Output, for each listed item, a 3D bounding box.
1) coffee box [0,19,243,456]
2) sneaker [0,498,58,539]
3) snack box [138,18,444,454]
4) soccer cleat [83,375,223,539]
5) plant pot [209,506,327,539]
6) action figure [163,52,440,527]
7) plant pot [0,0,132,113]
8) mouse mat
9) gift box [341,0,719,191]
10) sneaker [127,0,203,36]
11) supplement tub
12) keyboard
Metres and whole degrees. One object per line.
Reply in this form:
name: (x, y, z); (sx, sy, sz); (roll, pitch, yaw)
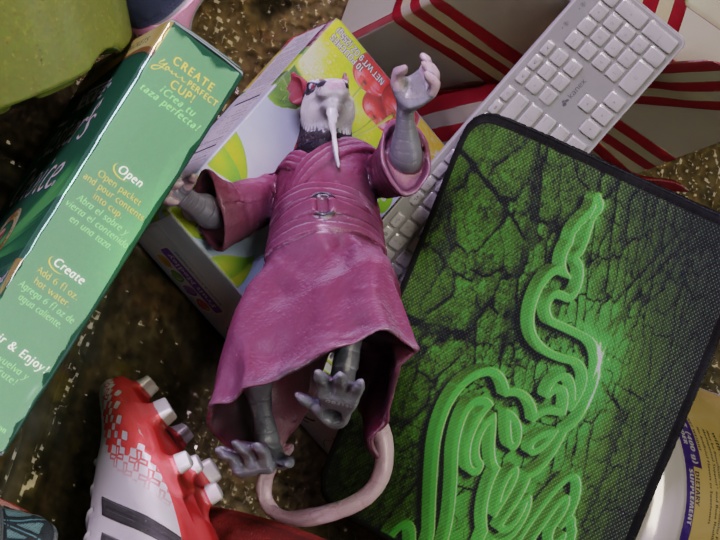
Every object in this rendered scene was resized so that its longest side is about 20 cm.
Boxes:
coffee box: (-0.135, -0.011, 1.167); (0.044, 0.123, 0.201); (35, 74, -15)
sneaker: (-0.153, 0.196, 1.160); (0.095, 0.079, 0.202); (-3, 83, -35)
snack box: (0.000, 0.000, 1.305); (0.200, 0.053, 0.142); (48, 62, -16)
soccer cleat: (-0.098, 0.124, 1.175); (0.085, 0.201, 0.069); (-30, 135, 3)
plant pot: (-0.003, 0.231, 1.190); (0.199, 0.176, 0.201); (36, 64, -23)
action figure: (-0.008, -0.008, 1.211); (0.149, 0.133, 0.201); (60, 27, -47)
plant pot: (-0.185, -0.167, 1.153); (0.199, 0.199, 0.191); (-29, 109, -33)
mouse mat: (0.075, 0.045, 1.197); (0.008, 0.160, 0.201); (11, 103, -58)
gift box: (0.124, -0.143, 1.333); (0.199, 0.184, 0.188); (30, 65, -18)
sneaker: (-0.060, -0.186, 1.304); (0.200, 0.070, 0.082); (-46, 127, -30)
supplement tub: (0.128, 0.120, 1.282); (0.200, 0.145, 0.147); (20, 69, -54)
keyboard: (0.066, -0.049, 1.244); (0.056, 0.011, 0.200); (37, 106, -16)
